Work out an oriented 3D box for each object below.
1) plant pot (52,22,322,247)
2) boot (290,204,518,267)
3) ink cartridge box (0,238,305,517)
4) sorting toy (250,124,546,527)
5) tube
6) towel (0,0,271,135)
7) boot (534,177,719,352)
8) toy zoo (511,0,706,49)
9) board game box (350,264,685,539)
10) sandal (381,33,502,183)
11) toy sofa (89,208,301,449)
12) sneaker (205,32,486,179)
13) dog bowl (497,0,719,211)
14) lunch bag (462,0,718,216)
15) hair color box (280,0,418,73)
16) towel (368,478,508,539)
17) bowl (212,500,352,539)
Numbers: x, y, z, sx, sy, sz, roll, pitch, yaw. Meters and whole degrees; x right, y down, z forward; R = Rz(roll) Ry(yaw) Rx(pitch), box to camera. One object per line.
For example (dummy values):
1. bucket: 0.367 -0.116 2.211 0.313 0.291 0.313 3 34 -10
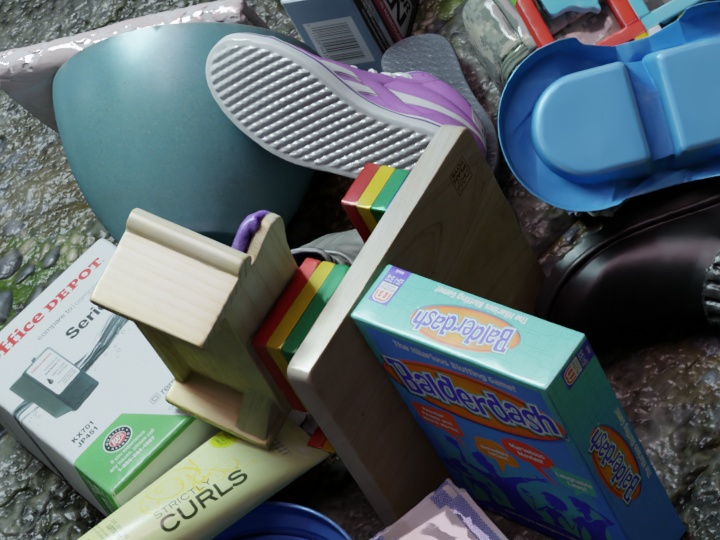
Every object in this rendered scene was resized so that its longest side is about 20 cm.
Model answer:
1. plant pot: -0.117 -0.073 1.796 0.200 0.200 0.135 -12 69 19
2. boot: 0.000 0.000 1.685 0.200 0.131 0.068 -16 84 22
3. ink cartridge box: -0.159 0.084 1.735 0.147 0.083 0.200 -45 45 -15
4. sorting toy: 0.027 0.042 1.587 0.069 0.199 0.200 12 58 36
5. tube: -0.119 0.156 1.620 0.200 0.052 0.058 -35 86 -14
6. towel: -0.143 -0.138 1.853 0.199 0.191 0.032 -12 69 17
7. boot: 0.226 0.024 1.583 0.211 0.080 0.158 -28 44 2
8. toy zoo: 0.183 -0.161 1.647 0.131 0.020 0.200 -29 84 -3
9. board game box: 0.096 0.092 1.505 0.152 0.200 0.045 20 63 40
10. sandal: 0.061 -0.097 1.814 0.076 0.043 0.200 -13 42 5
11. toy sofa: -0.088 0.026 1.562 0.083 0.200 0.098 22 74 19
12. sneaker: -0.007 -0.114 1.731 0.200 0.073 0.114 28 28 -1
13. dog bowl: 0.184 -0.101 1.605 0.199 0.050 0.112 -15 84 -2
14. lunch bag: 0.188 -0.150 1.719 0.200 0.139 0.168 -33 67 -3
15. hair color box: 0.004 -0.247 1.932 0.060 0.099 0.200 -6 49 24
16. towel: 0.025 0.233 1.505 0.200 0.024 0.147 -36 64 -14
17. bowl: -0.080 0.239 1.585 0.200 0.039 0.201 -15 45 16
